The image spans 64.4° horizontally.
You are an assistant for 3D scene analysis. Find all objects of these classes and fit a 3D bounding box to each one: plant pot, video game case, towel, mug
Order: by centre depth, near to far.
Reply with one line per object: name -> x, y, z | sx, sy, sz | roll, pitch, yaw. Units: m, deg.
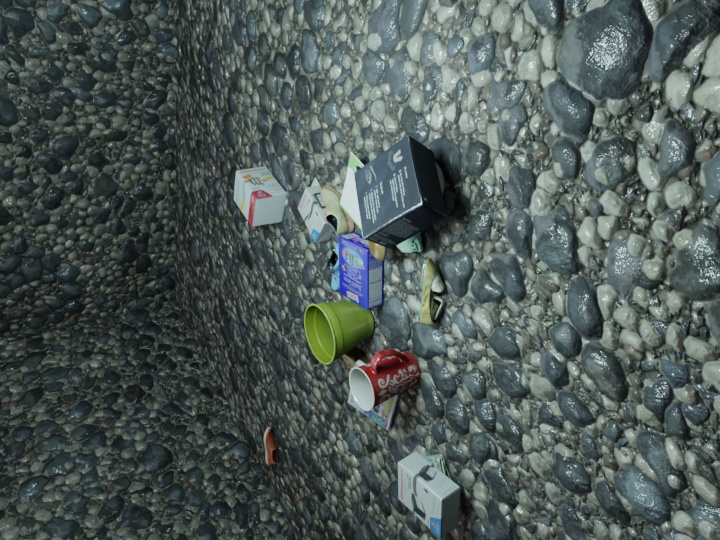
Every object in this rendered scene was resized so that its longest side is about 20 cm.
plant pot -> 0.038, -0.127, 1.678 | 0.200, 0.027, 0.207 | 172, 91, -82
mug -> 0.088, 0.324, 1.748 | 0.136, 0.196, 0.178 | 64, 145, 17
towel -> 0.226, 0.679, 1.812 | 0.199, 0.047, 0.175 | -37, 70, 56
plant pot -> -0.062, 0.188, 1.936 | 0.199, 0.189, 0.206 | 29, 126, 48
video game case -> 0.045, 0.430, 1.967 | 0.179, 0.024, 0.204 | 29, 128, 24

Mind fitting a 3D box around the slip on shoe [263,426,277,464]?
slip on shoe -> -0.463, 0.913, 2.975 | 0.059, 0.074, 0.207 | -1, 97, 21

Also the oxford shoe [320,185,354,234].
oxford shoe -> -0.094, -0.209, 1.940 | 0.202, 0.072, 0.072 | 57, 143, 27

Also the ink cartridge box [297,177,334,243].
ink cartridge box -> -0.162, -0.218, 2.048 | 0.203, 0.066, 0.117 | 62, 145, 22

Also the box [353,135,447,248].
box -> 0.097, -0.194, 1.458 | 0.198, 0.116, 0.202 | -28, 59, 36

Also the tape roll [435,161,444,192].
tape roll -> 0.135, -0.215, 1.535 | 0.199, 0.037, 0.209 | -15, 68, 41

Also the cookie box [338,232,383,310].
cookie box -> 0.000, 0.000, 1.874 | 0.170, 0.074, 0.206 | 28, 124, 49

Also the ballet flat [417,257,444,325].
ballet flat -> 0.203, 0.064, 1.602 | 0.070, 0.069, 0.206 | 32, 127, 47

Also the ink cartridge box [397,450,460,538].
ink cartridge box -> 0.203, 0.673, 1.728 | 0.198, 0.082, 0.149 | 26, 126, 49

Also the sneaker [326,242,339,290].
sneaker -> -0.087, -0.016, 1.989 | 0.078, 0.088, 0.205 | 42, 136, 40

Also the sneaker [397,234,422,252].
sneaker -> 0.167, -0.118, 1.595 | 0.197, 0.075, 0.119 | -20, 122, 38

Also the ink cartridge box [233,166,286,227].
ink cartridge box -> -0.415, -0.305, 2.337 | 0.201, 0.142, 0.147 | 49, 139, 34

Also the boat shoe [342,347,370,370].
boat shoe -> -0.025, 0.328, 2.042 | 0.199, 0.072, 0.071 | 38, 127, 43

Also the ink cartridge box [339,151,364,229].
ink cartridge box -> 0.002, -0.250, 1.798 | 0.146, 0.047, 0.203 | 50, 140, 34
